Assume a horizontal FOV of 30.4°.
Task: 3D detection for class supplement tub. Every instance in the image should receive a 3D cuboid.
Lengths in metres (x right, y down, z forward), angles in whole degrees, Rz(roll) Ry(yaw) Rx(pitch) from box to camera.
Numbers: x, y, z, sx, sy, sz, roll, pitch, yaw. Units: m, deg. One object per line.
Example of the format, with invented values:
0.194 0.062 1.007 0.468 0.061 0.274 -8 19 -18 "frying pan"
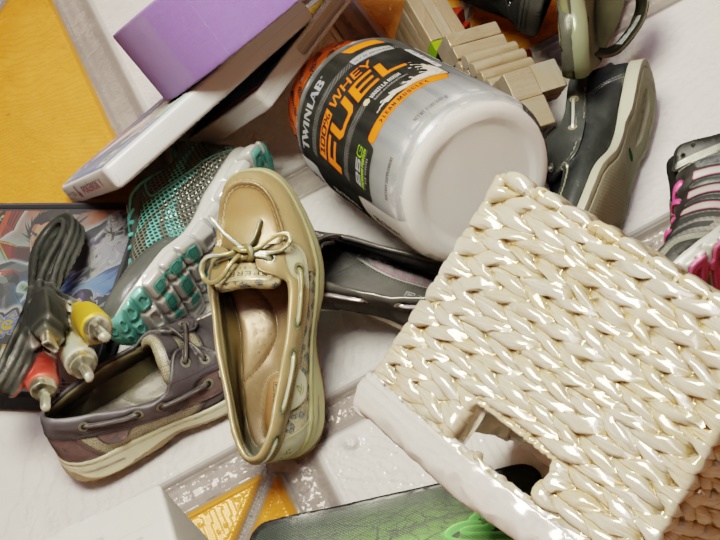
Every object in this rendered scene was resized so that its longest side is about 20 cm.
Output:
0.032 -0.095 0.953 0.122 0.123 0.200 -37 36 -11 "supplement tub"

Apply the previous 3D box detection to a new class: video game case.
-0.142 -0.130 1.044 0.200 0.023 0.182 -45 15 -17 "video game case"
-0.056 -0.187 1.075 0.200 0.017 0.143 -56 18 -26 "video game case"
-0.274 0.024 1.038 0.200 0.026 0.181 0 55 18 "video game case"

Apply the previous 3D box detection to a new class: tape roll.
-0.090 -0.216 1.002 0.200 0.066 0.200 -36 15 11 "tape roll"

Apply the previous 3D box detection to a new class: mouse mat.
0.029 0.208 0.820 0.200 0.008 0.161 -14 52 6 "mouse mat"

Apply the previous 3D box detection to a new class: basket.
0.146 0.072 0.734 0.198 0.200 0.161 36 98 36 "basket"

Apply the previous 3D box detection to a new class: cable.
-0.223 0.032 0.966 0.097 0.050 0.200 -45 26 10 "cable"

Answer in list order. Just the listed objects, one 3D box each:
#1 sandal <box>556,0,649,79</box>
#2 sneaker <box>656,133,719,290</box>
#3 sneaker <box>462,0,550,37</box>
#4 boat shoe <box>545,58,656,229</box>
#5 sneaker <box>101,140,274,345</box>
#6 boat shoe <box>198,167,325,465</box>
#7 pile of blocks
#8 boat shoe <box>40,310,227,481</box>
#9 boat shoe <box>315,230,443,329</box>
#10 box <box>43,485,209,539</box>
0.187 -0.194 0.994 0.057 0.080 0.201 -6 27 20 "sandal"
0.233 -0.037 0.899 0.087 0.074 0.200 31 66 36 "sneaker"
0.101 -0.229 1.036 0.104 0.200 0.060 24 101 3 "sneaker"
0.159 -0.071 0.949 0.067 0.072 0.200 4 51 26 "boat shoe"
-0.146 -0.025 1.005 0.091 0.078 0.200 16 52 24 "sneaker"
-0.065 0.028 0.886 0.073 0.063 0.201 -12 85 22 "boat shoe"
0.099 -0.150 1.022 0.062 0.082 0.200 -18 40 -21 "pile of blocks"
-0.132 0.071 0.933 0.200 0.065 0.072 -32 49 -9 "boat shoe"
0.000 0.000 0.929 0.200 0.057 0.067 16 47 14 "boat shoe"
-0.130 0.251 0.777 0.124 0.098 0.200 -26 52 1 "box"
